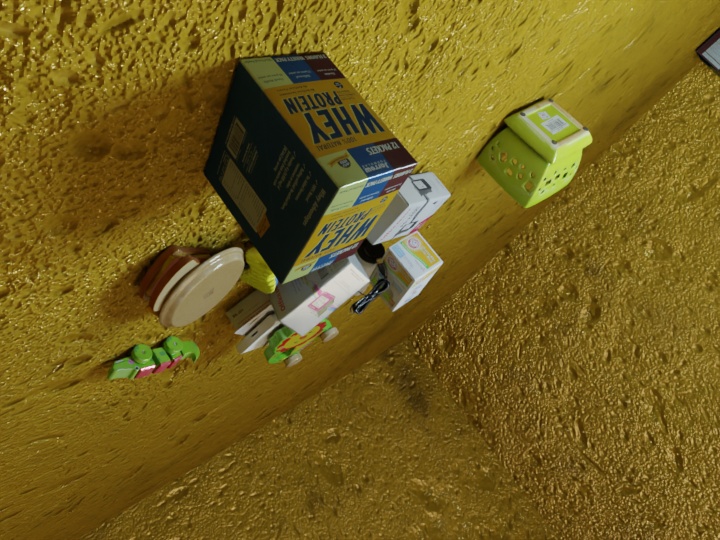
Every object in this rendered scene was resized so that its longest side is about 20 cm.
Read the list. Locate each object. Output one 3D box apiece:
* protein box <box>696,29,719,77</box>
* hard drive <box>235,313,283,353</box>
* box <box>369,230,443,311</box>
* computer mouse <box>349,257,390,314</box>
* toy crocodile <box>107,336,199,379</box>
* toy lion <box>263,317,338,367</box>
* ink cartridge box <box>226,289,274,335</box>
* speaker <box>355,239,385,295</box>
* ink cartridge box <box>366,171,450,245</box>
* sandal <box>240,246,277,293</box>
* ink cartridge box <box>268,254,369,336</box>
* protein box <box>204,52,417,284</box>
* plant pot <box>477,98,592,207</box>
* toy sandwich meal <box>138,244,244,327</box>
[{"bbox_3d":[1.433,-0.863,2.092,0.200,0.135,0.198,-46,162,32],"label":"protein box"},{"bbox_3d":[-0.194,0.137,1.315,0.132,0.026,0.200,-41,167,23],"label":"hard drive"},{"bbox_3d":[0.114,0.004,1.425,0.101,0.113,0.200,-31,166,-27],"label":"box"},{"bbox_3d":[0.000,0.000,1.333,0.140,0.200,0.046,-37,-156,-19],"label":"computer mouse"},{"bbox_3d":[-0.425,0.187,1.129,0.068,0.062,0.200,-45,163,27],"label":"toy crocodile"},{"bbox_3d":[-0.156,0.164,1.315,0.200,0.069,0.192,-37,163,18],"label":"toy lion"},{"bbox_3d":[-0.234,0.096,1.290,0.116,0.067,0.200,-37,166,2],"label":"ink cartridge box"},{"bbox_3d":[0.004,-0.008,1.506,0.081,0.081,0.200,-30,163,-27],"label":"speaker"},{"bbox_3d":[0.098,-0.148,1.284,0.200,0.083,0.145,-21,160,-51],"label":"ink cartridge box"},{"bbox_3d":[-0.181,-0.018,1.058,0.087,0.079,0.200,-66,-170,-27],"label":"sandal"},{"bbox_3d":[-0.099,0.023,1.192,0.200,0.145,0.085,-38,133,8],"label":"ink cartridge box"},{"bbox_3d":[-0.074,-0.130,0.702,0.135,0.200,0.199,-25,161,-40],"label":"protein box"},{"bbox_3d":[0.460,-0.316,1.417,0.200,0.199,0.182,-29,157,-28],"label":"plant pot"},{"bbox_3d":[-0.287,0.018,0.938,0.205,0.070,0.205,-46,172,-8],"label":"toy sandwich meal"}]
